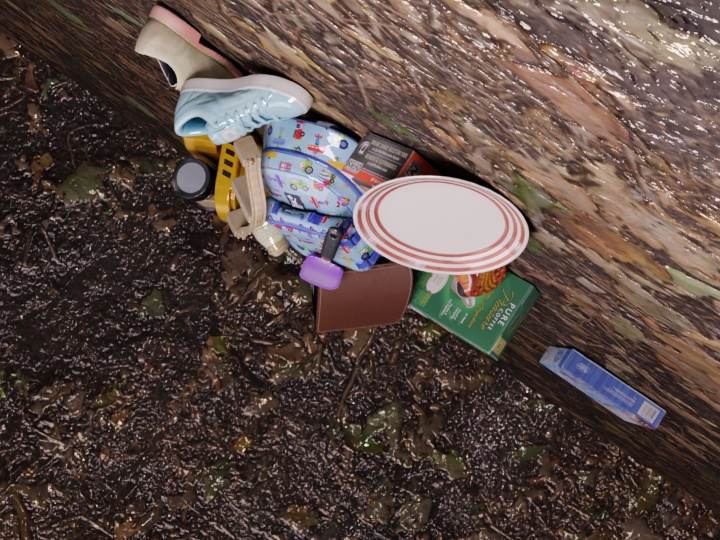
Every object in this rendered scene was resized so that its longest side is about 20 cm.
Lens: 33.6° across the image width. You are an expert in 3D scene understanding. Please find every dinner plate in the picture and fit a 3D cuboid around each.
[{"bbox_3d":[0.091,-0.055,1.343,0.198,0.024,0.201,7,151,4],"label":"dinner plate"}]

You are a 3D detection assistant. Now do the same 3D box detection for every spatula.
[{"bbox_3d":[-0.043,-0.017,1.542,0.056,0.021,0.200,24,161,0],"label":"spatula"}]

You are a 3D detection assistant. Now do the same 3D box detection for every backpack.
[{"bbox_3d":[-0.053,-0.110,1.557,0.182,0.135,0.200,18,162,32],"label":"backpack"}]

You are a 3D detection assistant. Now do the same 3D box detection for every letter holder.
[{"bbox_3d":[0.000,0.000,1.746,0.141,0.101,0.200,-5,153,-6],"label":"letter holder"}]

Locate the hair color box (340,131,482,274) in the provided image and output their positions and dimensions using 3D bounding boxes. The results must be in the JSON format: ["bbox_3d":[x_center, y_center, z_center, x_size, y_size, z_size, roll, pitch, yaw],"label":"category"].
[{"bbox_3d":[0.078,-0.080,1.432,0.200,0.061,0.101,38,174,-39],"label":"hair color box"}]

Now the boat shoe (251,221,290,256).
[{"bbox_3d":[-0.105,-0.063,1.734,0.063,0.073,0.201,63,-167,-2],"label":"boat shoe"}]

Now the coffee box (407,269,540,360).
[{"bbox_3d":[0.154,0.035,1.774,0.199,0.123,0.044,30,174,33],"label":"coffee box"}]

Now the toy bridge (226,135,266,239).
[{"bbox_3d":[-0.146,-0.092,1.554,0.068,0.027,0.200,62,159,22],"label":"toy bridge"}]

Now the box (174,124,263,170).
[{"bbox_3d":[-0.189,-0.167,1.821,0.200,0.100,0.075,53,172,25],"label":"box"}]

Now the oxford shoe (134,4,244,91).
[{"bbox_3d":[-0.216,-0.262,1.554,0.200,0.074,0.071,37,175,-42],"label":"oxford shoe"}]

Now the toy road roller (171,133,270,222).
[{"bbox_3d":[-0.169,-0.167,1.686,0.145,0.202,0.123,7,173,13],"label":"toy road roller"}]

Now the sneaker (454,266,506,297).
[{"bbox_3d":[0.147,-0.024,1.651,0.077,0.073,0.200,58,-174,34],"label":"sneaker"}]

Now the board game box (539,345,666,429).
[{"bbox_3d":[0.435,0.210,2.166,0.199,0.044,0.199,34,177,-1],"label":"board game box"}]

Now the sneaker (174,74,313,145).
[{"bbox_3d":[-0.147,-0.189,1.470,0.199,0.083,0.074,3,159,36],"label":"sneaker"}]

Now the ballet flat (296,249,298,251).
[{"bbox_3d":[-0.059,-0.058,1.866,0.071,0.070,0.200,7,180,-22],"label":"ballet flat"}]
